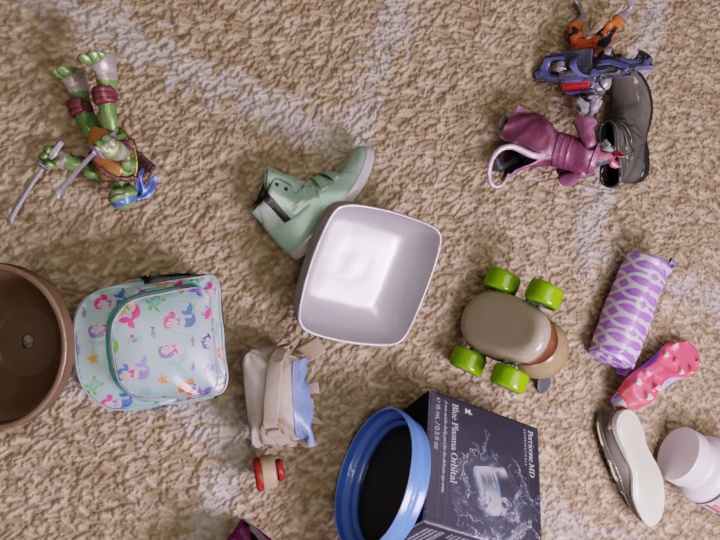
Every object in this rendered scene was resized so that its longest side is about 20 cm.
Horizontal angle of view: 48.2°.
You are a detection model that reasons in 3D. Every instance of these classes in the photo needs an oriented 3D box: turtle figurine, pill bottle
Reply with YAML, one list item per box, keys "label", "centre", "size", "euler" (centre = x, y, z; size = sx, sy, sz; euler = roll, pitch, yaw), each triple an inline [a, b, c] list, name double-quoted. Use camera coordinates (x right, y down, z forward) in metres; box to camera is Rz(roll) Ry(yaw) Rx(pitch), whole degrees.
- label: "turtle figurine"
  centre: [-0.362, -0.172, 1.031]
  size: [0.197, 0.144, 0.197]
  euler: [-10, 88, -22]
- label: "pill bottle"
  centre: [0.609, 0.352, 1.365]
  size: [0.198, 0.116, 0.117]
  euler: [29, 80, -16]

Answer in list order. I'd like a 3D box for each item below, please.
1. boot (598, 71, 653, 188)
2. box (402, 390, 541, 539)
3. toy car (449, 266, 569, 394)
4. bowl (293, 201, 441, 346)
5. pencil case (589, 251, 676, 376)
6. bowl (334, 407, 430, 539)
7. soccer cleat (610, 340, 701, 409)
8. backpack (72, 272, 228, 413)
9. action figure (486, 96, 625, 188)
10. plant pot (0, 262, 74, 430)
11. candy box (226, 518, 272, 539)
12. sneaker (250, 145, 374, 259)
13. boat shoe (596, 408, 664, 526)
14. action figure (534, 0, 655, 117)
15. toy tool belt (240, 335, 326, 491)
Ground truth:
- label: "boot"
  centre: [0.427, -0.237, 1.313]
  size: [0.130, 0.067, 0.203]
  euler: [-7, 92, -53]
- label: "box"
  centre: [0.149, 0.308, 1.165]
  size: [0.198, 0.117, 0.199]
  euler: [22, 51, -19]
- label: "toy car"
  centre: [0.263, 0.115, 1.266]
  size: [0.199, 0.157, 0.166]
  euler: [31, 82, -45]
- label: "bowl"
  centre: [0.000, 0.000, 1.155]
  size: [0.198, 0.075, 0.202]
  euler: [12, 104, -32]
- label: "pencil case"
  centre: [0.450, 0.066, 1.340]
  size: [0.085, 0.083, 0.202]
  euler: [35, 78, -44]
- label: "bowl"
  centre: [0.030, 0.294, 1.123]
  size: [0.039, 0.200, 0.203]
  euler: [23, 81, -23]
- label: "soccer cleat"
  centre: [0.502, 0.177, 1.367]
  size: [0.199, 0.076, 0.067]
  euler: [-25, 79, -35]
- label: "backpack"
  centre: [-0.277, 0.095, 1.056]
  size: [0.197, 0.150, 0.180]
  euler: [-5, 91, -14]
- label: "action figure"
  centre: [0.308, -0.192, 1.244]
  size: [0.197, 0.149, 0.136]
  euler: [13, 119, 18]
- label: "plant pot"
  centre: [-0.438, 0.092, 1.006]
  size: [0.198, 0.093, 0.204]
  euler: [0, 88, 9]
- label: "candy box"
  centre: [-0.187, 0.448, 1.078]
  size: [0.061, 0.136, 0.201]
  euler: [38, 77, -12]
- label: "sneaker"
  centre: [-0.071, -0.129, 1.162]
  size: [0.118, 0.074, 0.201]
  euler: [42, 79, -20]
- label: "boat shoe"
  centre: [0.448, 0.325, 1.340]
  size: [0.071, 0.060, 0.204]
  euler: [-23, 98, -29]
- label: "action figure"
  centre: [0.395, -0.342, 1.298]
  size: [0.104, 0.198, 0.196]
  euler: [19, 87, -51]
- label: "toy tool belt"
  centre: [-0.097, 0.199, 1.124]
  size: [0.121, 0.125, 0.203]
  euler: [-7, 91, -10]
